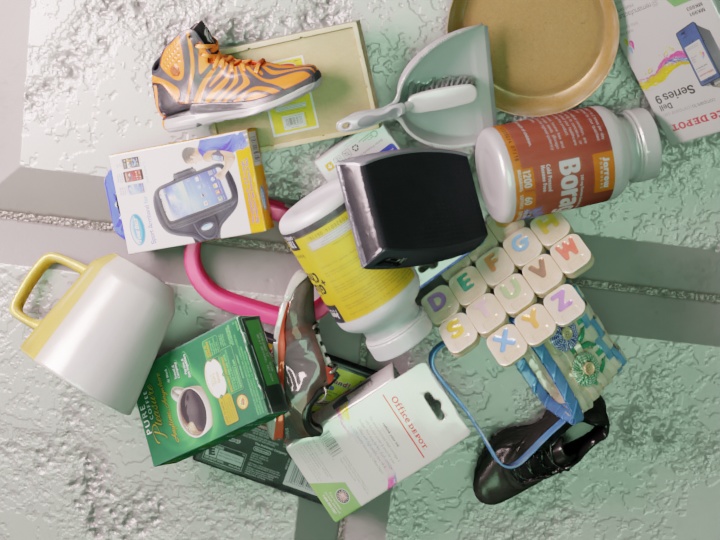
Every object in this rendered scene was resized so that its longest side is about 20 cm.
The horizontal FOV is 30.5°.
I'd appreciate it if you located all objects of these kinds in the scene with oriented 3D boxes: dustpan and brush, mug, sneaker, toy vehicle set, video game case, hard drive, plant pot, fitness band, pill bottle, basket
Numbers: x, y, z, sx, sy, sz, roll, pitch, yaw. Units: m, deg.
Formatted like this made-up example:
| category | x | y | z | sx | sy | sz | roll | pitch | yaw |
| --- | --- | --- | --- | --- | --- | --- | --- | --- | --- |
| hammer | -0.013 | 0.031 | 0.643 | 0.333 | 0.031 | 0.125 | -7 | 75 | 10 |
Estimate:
| category | x | y | z | sx | sy | sz | roll | pitch | yaw |
| --- | --- | --- | --- | --- | --- | --- | --- | --- | --- |
| dustpan and brush | 0.064 | -0.192 | 1.505 | 0.197 | 0.057 | 0.141 | -13 | 118 | -7 |
| mug | -0.309 | 0.056 | 1.543 | 0.186 | 0.149 | 0.154 | 33 | 84 | -13 |
| sneaker | -0.061 | 0.101 | 1.555 | 0.081 | 0.077 | 0.203 | 7 | 95 | 4 |
| toy vehicle set | -0.083 | -0.208 | 1.534 | 0.197 | 0.027 | 0.126 | -10 | 103 | 11 |
| video game case | -0.086 | 0.183 | 1.641 | 0.198 | 0.026 | 0.183 | 20 | 101 | -6 |
| sneaker | -0.147 | -0.229 | 1.483 | 0.197 | 0.078 | 0.113 | -12 | 104 | 12 |
| hard drive | 0.065 | -0.076 | 1.501 | 0.042 | 0.199 | 0.137 | -19 | 83 | 44 |
| plant pot | 0.198 | -0.276 | 1.521 | 0.197 | 0.028 | 0.202 | 6 | 119 | 11 |
| sneaker | 0.222 | 0.224 | 1.628 | 0.199 | 0.091 | 0.076 | -40 | 105 | 8 |
| fitness band | -0.114 | -0.011 | 1.591 | 0.198 | 0.037 | 0.145 | 17 | 102 | -5 |
| pill bottle | 0.000 | 0.000 | 1.524 | 0.111 | 0.112 | 0.201 | -31 | 103 | 5 |
| basket | 0.200 | 0.112 | 1.577 | 0.199 | 0.139 | 0.177 | -38 | 102 | -3 |
| pill bottle | 0.241 | -0.128 | 1.532 | 0.197 | 0.112 | 0.114 | -13 | 103 | -9 |

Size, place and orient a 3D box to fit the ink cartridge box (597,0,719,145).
| category | x | y | z | sx | sy | sz | roll | pitch | yaw |
| --- | --- | --- | --- | --- | --- | --- | --- | --- | --- |
| ink cartridge box | 0.381 | -0.259 | 1.491 | 0.087 | 0.145 | 0.201 | -40 | 106 | -34 |

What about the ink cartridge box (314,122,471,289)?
| category | x | y | z | sx | sy | sz | roll | pitch | yaw |
| --- | --- | --- | --- | --- | --- | --- | --- | --- | --- |
| ink cartridge box | 0.039 | -0.078 | 1.578 | 0.094 | 0.037 | 0.201 | -35 | 97 | 5 |

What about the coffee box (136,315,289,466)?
| category | x | y | z | sx | sy | sz | roll | pitch | yaw |
| --- | --- | --- | --- | --- | --- | --- | --- | --- | --- |
| coffee box | -0.182 | 0.143 | 1.554 | 0.199 | 0.044 | 0.124 | -29 | 74 | 33 |

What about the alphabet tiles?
| category | x | y | z | sx | sy | sz | roll | pitch | yaw |
| --- | --- | --- | --- | --- | --- | --- | --- | --- | --- |
| alphabet tiles | 0.170 | 0.013 | 1.540 | 0.199 | 0.196 | 0.015 | -35 | 138 | 6 |

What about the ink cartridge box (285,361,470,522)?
| category | x | y | z | sx | sy | sz | roll | pitch | yaw |
| --- | --- | --- | --- | --- | --- | --- | --- | --- | --- |
| ink cartridge box | 0.022 | 0.196 | 1.599 | 0.199 | 0.067 | 0.118 | -32 | 100 | 6 |

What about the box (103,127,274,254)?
| category | x | y | z | sx | sy | sz | roll | pitch | yaw |
| --- | --- | --- | --- | --- | --- | --- | --- | --- | --- |
| box | -0.208 | -0.090 | 1.545 | 0.197 | 0.041 | 0.121 | -10 | 97 | 11 |
